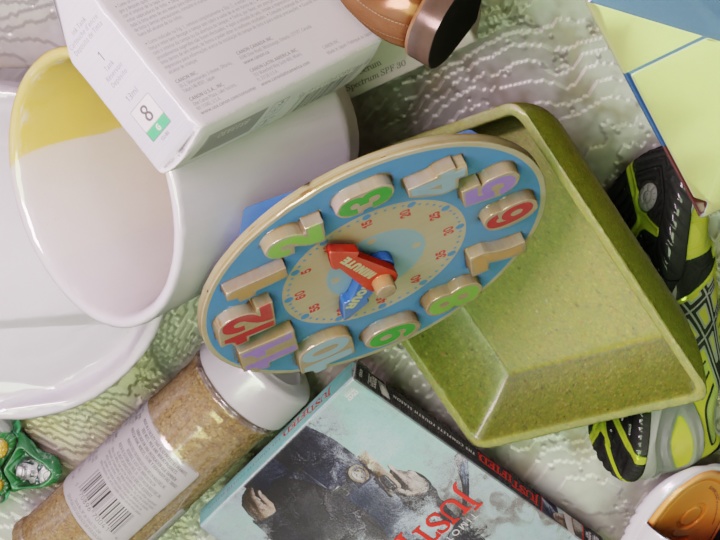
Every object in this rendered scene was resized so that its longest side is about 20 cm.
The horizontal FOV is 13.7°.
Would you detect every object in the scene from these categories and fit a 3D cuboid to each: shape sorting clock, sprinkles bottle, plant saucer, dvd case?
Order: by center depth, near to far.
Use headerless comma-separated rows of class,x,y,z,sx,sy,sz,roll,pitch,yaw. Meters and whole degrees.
shape sorting clock,0.008,-0.004,1.585,0.199,0.039,0.200,-17,152,-9
plant saucer,0.088,-0.004,1.699,0.199,0.048,0.200,-17,113,49
sprinkles bottle,-0.120,0.115,1.792,0.068,0.068,0.200,43,109,-13
dvd case,0.025,0.157,1.803,0.200,0.022,0.146,36,116,-21

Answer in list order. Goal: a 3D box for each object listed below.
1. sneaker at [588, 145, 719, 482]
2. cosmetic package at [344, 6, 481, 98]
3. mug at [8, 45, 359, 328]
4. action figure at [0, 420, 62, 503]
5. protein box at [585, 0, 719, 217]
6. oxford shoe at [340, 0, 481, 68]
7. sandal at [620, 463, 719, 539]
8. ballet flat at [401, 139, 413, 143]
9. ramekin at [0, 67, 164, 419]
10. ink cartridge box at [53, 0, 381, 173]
sneaker,0.180,0.021,1.744,0.076,0.075,0.201,-6,112,-29
cosmetic package,-0.021,-0.201,1.653,0.105,0.071,0.200,-25,109,14
mug,-0.083,-0.078,1.599,0.153,0.149,0.187,-19,122,-37
action figure,-0.278,0.107,1.810,0.199,0.055,0.119,6,110,-3
protein box,0.233,-0.159,1.585,0.198,0.200,0.135,-25,109,13
oxford shoe,0.056,-0.187,1.601,0.071,0.200,0.071,27,134,15
sandal,0.182,0.207,1.801,0.079,0.059,0.207,-5,128,-41
ballet flat,0.000,0.000,1.688,0.072,0.072,0.200,27,143,-7
ramekin,-0.201,-0.023,1.727,0.202,0.094,0.203,1,112,3
ink cartridge box,-0.102,-0.159,1.539,0.200,0.161,0.050,50,131,9
